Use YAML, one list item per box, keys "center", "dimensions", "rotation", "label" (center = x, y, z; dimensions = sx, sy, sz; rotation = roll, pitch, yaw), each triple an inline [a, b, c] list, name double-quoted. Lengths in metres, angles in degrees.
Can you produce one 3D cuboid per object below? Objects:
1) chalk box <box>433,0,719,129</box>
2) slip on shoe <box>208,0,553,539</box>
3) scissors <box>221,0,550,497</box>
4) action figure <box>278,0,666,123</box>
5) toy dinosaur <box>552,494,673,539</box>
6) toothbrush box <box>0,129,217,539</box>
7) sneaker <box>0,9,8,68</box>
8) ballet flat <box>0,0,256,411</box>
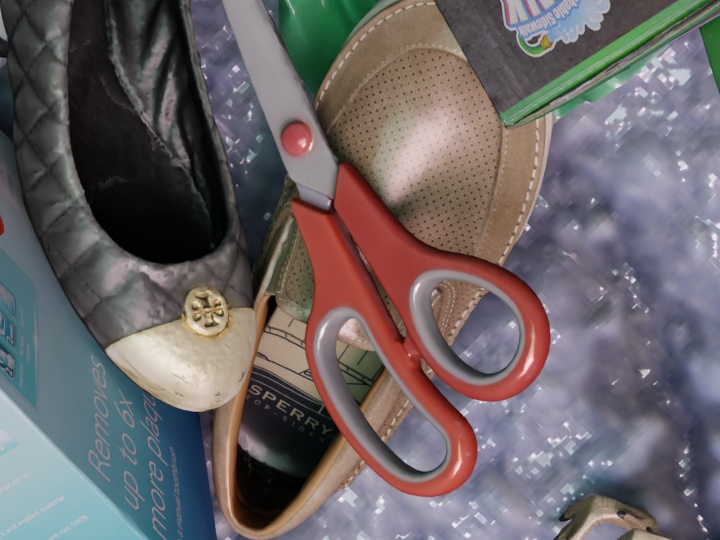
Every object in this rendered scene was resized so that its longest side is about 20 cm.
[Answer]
- center: [0.085, -0.127, 0.692]
  dimensions: [0.124, 0.125, 0.200]
  rotation: [-31, 92, -30]
  label: "chalk box"
- center: [0.000, 0.000, 0.773]
  dimensions: [0.076, 0.061, 0.200]
  rotation: [29, 123, 0]
  label: "slip on shoe"
- center: [-0.018, -0.025, 0.740]
  dimensions: [0.073, 0.014, 0.200]
  rotation: [-46, 70, 23]
  label: "scissors"
- center: [-0.004, -0.123, 0.776]
  dimensions: [0.118, 0.055, 0.200]
  rotation: [-35, 101, 15]
  label: "action figure"
- center: [0.114, 0.115, 0.828]
  dimensions: [0.101, 0.058, 0.200]
  rotation: [35, 113, -17]
  label: "toy dinosaur"
- center: [-0.133, 0.020, 0.743]
  dimensions: [0.085, 0.146, 0.200]
  rotation: [-32, 124, 13]
  label: "toothbrush box"
- center: [-0.195, -0.117, 0.789]
  dimensions: [0.115, 0.075, 0.200]
  rotation: [-43, 98, 11]
  label: "sneaker"
- center: [-0.070, -0.055, 0.748]
  dimensions: [0.057, 0.066, 0.200]
  rotation: [-16, 88, 50]
  label: "ballet flat"
